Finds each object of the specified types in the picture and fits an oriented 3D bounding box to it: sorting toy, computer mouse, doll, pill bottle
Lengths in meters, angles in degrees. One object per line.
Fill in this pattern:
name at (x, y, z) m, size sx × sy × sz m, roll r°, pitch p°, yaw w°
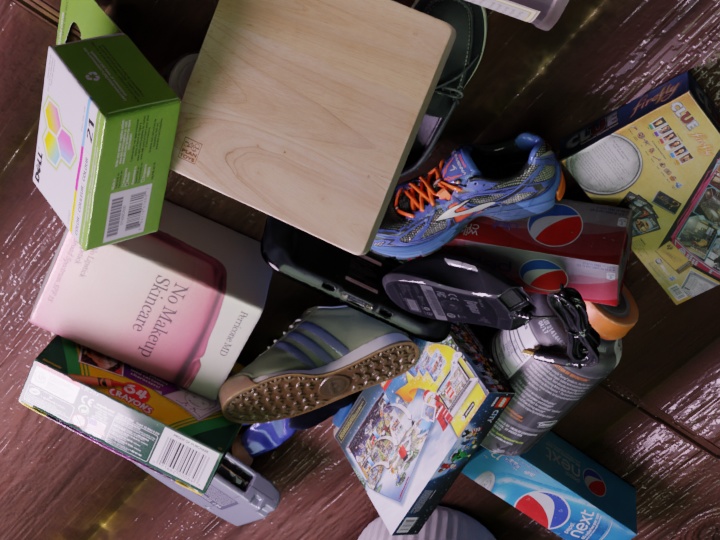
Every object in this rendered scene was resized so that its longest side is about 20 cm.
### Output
sorting toy at (-0.038, -0.143, 1.279) m, size 0.199 × 0.070 × 0.200 m, roll 25°, pitch 98°, yaw 17°
computer mouse at (0.126, 0.032, 1.373) m, size 0.199 × 0.046 × 0.141 m, roll 7°, pitch 153°, yaw 29°
doll at (-0.061, 0.137, 1.596) m, size 0.199 × 0.049 × 0.137 m, roll -33°, pitch 115°, yaw 24°
pill bottle at (0.182, 0.084, 1.474) m, size 0.106 × 0.107 × 0.200 m, roll 30°, pitch 127°, yaw -15°

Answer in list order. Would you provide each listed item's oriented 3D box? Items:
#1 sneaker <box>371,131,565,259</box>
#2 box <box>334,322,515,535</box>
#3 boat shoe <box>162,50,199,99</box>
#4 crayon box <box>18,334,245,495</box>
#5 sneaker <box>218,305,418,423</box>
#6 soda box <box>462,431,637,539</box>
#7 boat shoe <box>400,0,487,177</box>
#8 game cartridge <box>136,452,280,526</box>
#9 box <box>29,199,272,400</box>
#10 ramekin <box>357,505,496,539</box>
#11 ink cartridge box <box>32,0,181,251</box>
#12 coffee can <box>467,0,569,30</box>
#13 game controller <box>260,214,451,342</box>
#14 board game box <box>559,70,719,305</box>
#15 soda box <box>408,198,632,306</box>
sneaker at (0.082, -0.075, 1.340) m, size 0.199 × 0.076 × 0.079 m, roll -21°, pitch 145°, yaw -5°
box at (0.060, 0.144, 1.505) m, size 0.037 × 0.137 × 0.201 m, roll 6°, pitch 128°, yaw -38°
boat shoe at (-0.092, -0.129, 1.375) m, size 0.201 × 0.060 × 0.072 m, roll 35°, pitch 85°, yaw -24°
crayon box at (-0.210, 0.116, 1.499) m, size 0.199 × 0.173 × 0.059 m, roll 27°, pitch 114°, yaw -1°
sneaker at (-0.049, 0.081, 1.491) m, size 0.199 × 0.090 × 0.067 m, roll -17°, pitch 138°, yaw -8°
soda box at (0.200, 0.222, 1.610) m, size 0.199 × 0.068 × 0.064 m, roll 34°, pitch 126°, yaw -18°
boat shoe at (0.058, -0.163, 1.321) m, size 0.074 × 0.062 × 0.201 m, roll 20°, pitch 128°, yaw -5°
game cartridge at (-0.190, 0.207, 1.645) m, size 0.199 × 0.041 × 0.133 m, roll 36°, pitch 151°, yaw -12°
box at (-0.199, 0.015, 1.470) m, size 0.199 × 0.109 × 0.128 m, roll 24°, pitch 121°, yaw -10°
ramekin at (0.075, 0.357, 1.718) m, size 0.198 × 0.105 × 0.201 m, roll 5°, pitch 130°, yaw 6°
ink cartridge box at (-0.243, -0.139, 1.304) m, size 0.075 × 0.200 × 0.148 m, roll -18°, pitch 141°, yaw -34°
coffee can at (0.075, -0.285, 1.162) m, size 0.199 × 0.147 × 0.147 m, roll 18°, pitch 130°, yaw -5°
game controller at (0.000, 0.000, 1.436) m, size 0.199 × 0.105 × 0.042 m, roll 25°, pitch 133°, yaw -11°
board game box at (0.291, -0.070, 1.376) m, size 0.135 × 0.035 × 0.200 m, roll -28°, pitch 120°, yaw 28°
soda box at (0.144, -0.027, 1.387) m, size 0.198 × 0.070 × 0.064 m, roll 10°, pitch 145°, yaw 16°
